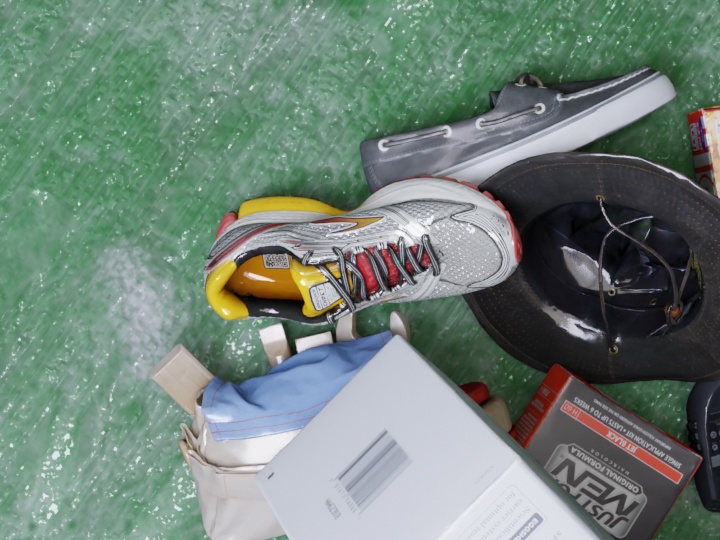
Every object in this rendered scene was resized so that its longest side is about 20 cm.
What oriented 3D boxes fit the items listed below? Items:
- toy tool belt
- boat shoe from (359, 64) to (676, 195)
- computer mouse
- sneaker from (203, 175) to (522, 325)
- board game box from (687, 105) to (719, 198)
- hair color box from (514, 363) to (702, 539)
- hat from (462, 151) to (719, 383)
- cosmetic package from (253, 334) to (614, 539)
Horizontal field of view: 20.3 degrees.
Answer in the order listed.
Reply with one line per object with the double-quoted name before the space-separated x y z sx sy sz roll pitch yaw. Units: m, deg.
"toy tool belt" -0.016 0.077 1.200 0.199 0.125 0.124 -18 100 -3
"boat shoe" 0.094 -0.088 1.231 0.199 0.069 0.057 -23 91 0
"computer mouse" 0.238 0.158 1.260 0.058 0.034 0.201 -9 96 -20
"sneaker" 0.000 0.000 1.188 0.199 0.082 0.078 -7 119 21
"board game box" 0.314 -0.038 1.250 0.199 0.046 0.152 -7 90 -2
"hair color box" 0.111 0.169 1.230 0.101 0.061 0.201 31 92 -7
"hat" 0.157 -0.019 1.218 0.200 0.201 0.081 28 48 -2
"cosmetic package" 0.071 0.165 1.073 0.123 0.199 0.200 -44 113 -1
